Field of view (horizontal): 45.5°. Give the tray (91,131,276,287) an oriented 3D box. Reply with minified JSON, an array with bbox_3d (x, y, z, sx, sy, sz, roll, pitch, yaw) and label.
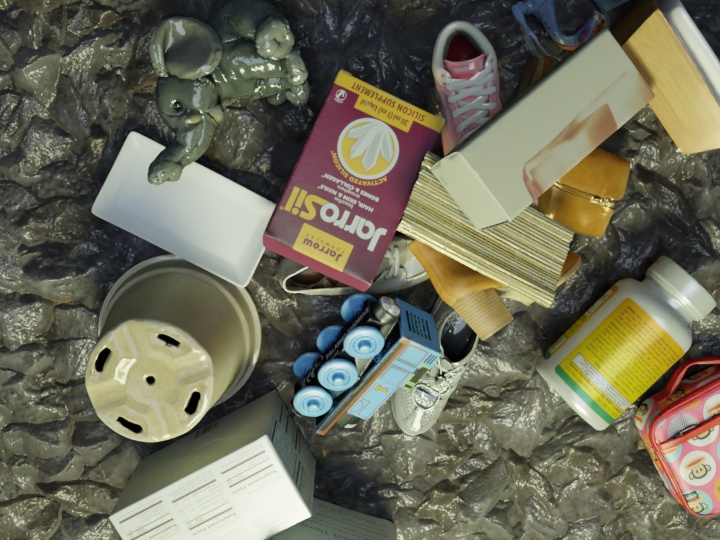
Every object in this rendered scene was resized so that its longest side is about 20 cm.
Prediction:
[{"bbox_3d":[-0.201,-0.070,1.007,0.199,0.022,0.108,27,87,-7],"label":"tray"}]

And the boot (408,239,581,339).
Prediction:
[{"bbox_3d":[0.156,-0.023,0.976,0.201,0.071,0.144,-30,82,-38],"label":"boot"}]

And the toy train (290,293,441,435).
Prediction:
[{"bbox_3d":[0.001,0.113,1.004,0.114,0.087,0.200,27,120,-22],"label":"toy train"}]

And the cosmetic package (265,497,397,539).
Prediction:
[{"bbox_3d":[-0.054,0.394,1.022,0.167,0.200,0.167,19,100,-6],"label":"cosmetic package"}]

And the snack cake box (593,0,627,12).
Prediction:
[{"bbox_3d":[0.241,-0.381,0.911,0.067,0.115,0.200,-44,99,-3],"label":"snack cake box"}]

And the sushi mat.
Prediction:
[{"bbox_3d":[0.137,-0.042,0.911,0.199,0.012,0.096,26,70,-17],"label":"sushi mat"}]

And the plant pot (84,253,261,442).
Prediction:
[{"bbox_3d":[-0.218,0.096,0.965,0.199,0.184,0.202,0,101,-2],"label":"plant pot"}]

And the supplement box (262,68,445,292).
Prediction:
[{"bbox_3d":[-0.010,-0.095,0.944,0.130,0.103,0.201,24,83,-3],"label":"supplement box"}]

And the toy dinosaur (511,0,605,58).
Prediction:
[{"bbox_3d":[0.200,-0.328,0.948,0.105,0.201,0.182,-28,140,14],"label":"toy dinosaur"}]

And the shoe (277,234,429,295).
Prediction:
[{"bbox_3d":[0.000,0.000,1.017,0.199,0.053,0.070,-7,102,0],"label":"shoe"}]

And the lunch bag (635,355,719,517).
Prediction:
[{"bbox_3d":[0.449,0.185,1.058,0.199,0.082,0.177,-29,97,3],"label":"lunch bag"}]

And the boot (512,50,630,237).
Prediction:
[{"bbox_3d":[0.242,-0.142,0.989,0.143,0.071,0.202,7,109,-4],"label":"boot"}]

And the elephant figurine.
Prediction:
[{"bbox_3d":[-0.166,-0.209,0.924,0.199,0.155,0.142,-24,124,-5],"label":"elephant figurine"}]

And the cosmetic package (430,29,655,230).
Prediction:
[{"bbox_3d":[0.180,-0.137,0.861,0.200,0.103,0.087,-39,95,-9],"label":"cosmetic package"}]

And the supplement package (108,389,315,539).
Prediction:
[{"bbox_3d":[-0.165,0.255,1.013,0.199,0.156,0.111,-27,100,4],"label":"supplement package"}]

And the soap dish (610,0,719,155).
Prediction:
[{"bbox_3d":[0.335,-0.215,0.918,0.081,0.200,0.158,-33,102,24],"label":"soap dish"}]

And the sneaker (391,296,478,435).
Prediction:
[{"bbox_3d":[0.090,0.109,1.027,0.074,0.082,0.201,19,100,-5],"label":"sneaker"}]

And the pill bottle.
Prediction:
[{"bbox_3d":[0.314,0.082,1.012,0.113,0.113,0.200,43,97,-9],"label":"pill bottle"}]

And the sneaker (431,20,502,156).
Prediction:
[{"bbox_3d":[0.118,-0.174,0.931,0.075,0.105,0.201,-10,83,10],"label":"sneaker"}]
